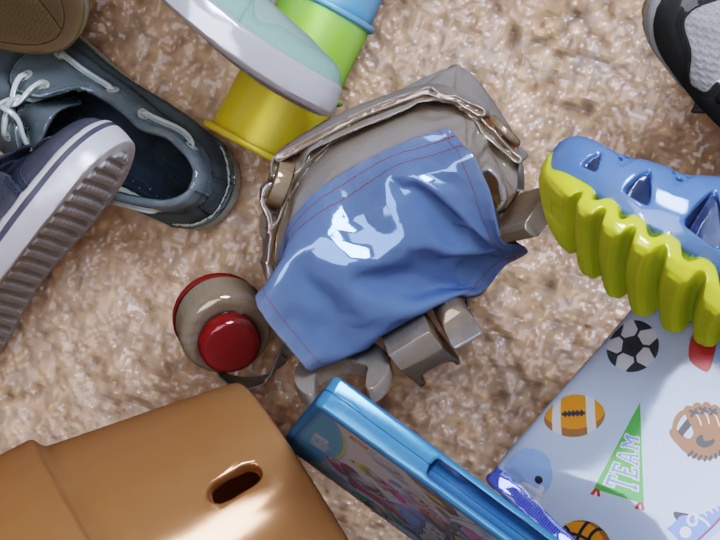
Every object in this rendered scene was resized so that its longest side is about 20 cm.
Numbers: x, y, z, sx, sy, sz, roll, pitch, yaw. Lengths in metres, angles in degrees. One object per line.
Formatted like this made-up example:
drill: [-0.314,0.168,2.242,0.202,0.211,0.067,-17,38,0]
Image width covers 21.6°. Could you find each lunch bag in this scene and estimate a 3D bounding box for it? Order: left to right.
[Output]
lunch bag: [0.189,0.104,0.878,0.200,0.124,0.170,41,94,14]

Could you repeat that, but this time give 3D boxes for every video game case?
video game case: [0.056,0.121,0.833,0.200,0.143,0.018,37,76,0]

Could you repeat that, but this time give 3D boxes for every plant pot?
plant pot: [-0.080,0.147,0.895,0.140,0.200,0.200,-31,85,-10]

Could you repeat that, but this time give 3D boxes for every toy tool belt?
toy tool belt: [0.000,0.000,0.888,0.200,0.123,0.125,-37,121,7]

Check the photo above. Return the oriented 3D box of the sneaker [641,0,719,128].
sneaker: [0.207,-0.062,0.847,0.200,0.088,0.076,39,114,-23]

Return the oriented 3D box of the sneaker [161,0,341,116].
sneaker: [-0.056,-0.172,0.883,0.118,0.074,0.200,-45,84,1]

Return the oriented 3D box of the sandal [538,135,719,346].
sandal: [0.171,-0.008,0.804,0.199,0.080,0.087,28,77,4]

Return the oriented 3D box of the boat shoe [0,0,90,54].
boat shoe: [-0.215,-0.172,0.963,0.199,0.065,0.072,24,114,14]

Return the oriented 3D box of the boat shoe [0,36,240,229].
boat shoe: [-0.154,-0.083,0.959,0.200,0.062,0.073,29,95,8]

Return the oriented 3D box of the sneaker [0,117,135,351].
sneaker: [-0.188,-0.019,0.927,0.079,0.078,0.200,47,126,6]

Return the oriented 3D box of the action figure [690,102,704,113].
action figure: [0.163,-0.180,0.897,0.130,0.069,0.201,-22,96,-7]

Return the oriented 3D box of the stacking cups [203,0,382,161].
stacking cups: [-0.005,-0.146,0.943,0.060,0.061,0.200,29,90,8]
